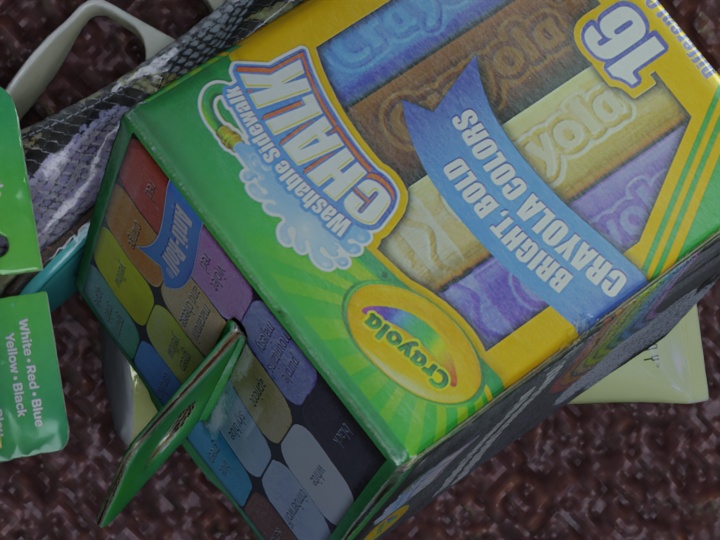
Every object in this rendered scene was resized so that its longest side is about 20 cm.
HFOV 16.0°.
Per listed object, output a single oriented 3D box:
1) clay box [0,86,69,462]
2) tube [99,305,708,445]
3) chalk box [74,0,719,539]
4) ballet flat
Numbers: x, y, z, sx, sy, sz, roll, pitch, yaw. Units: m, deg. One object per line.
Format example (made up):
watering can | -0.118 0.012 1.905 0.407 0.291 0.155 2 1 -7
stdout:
clay box | -0.176 0.005 0.672 0.198 0.048 0.116 -8 80 -20
tube | 0.017 0.016 0.825 0.198 0.052 0.058 -7 133 -15
chalk box | 0.000 0.000 0.734 0.199 0.125 0.124 -33 79 -25
ballet flat | -0.050 -0.068 0.792 0.200 0.072 0.072 -38 103 -6
